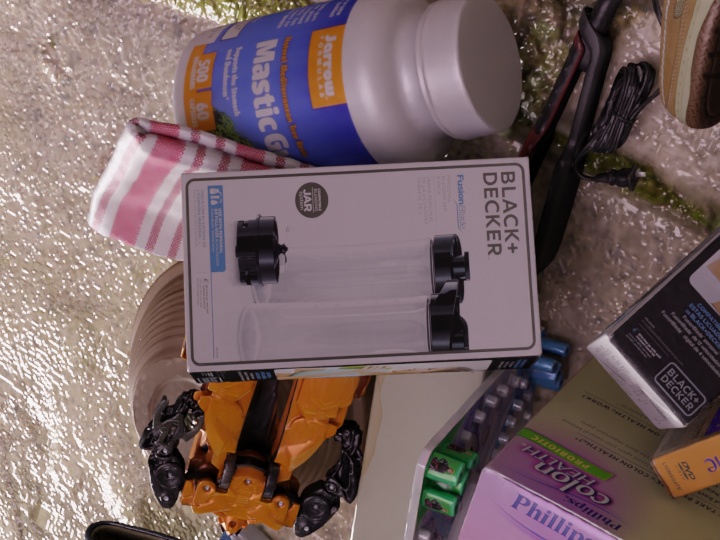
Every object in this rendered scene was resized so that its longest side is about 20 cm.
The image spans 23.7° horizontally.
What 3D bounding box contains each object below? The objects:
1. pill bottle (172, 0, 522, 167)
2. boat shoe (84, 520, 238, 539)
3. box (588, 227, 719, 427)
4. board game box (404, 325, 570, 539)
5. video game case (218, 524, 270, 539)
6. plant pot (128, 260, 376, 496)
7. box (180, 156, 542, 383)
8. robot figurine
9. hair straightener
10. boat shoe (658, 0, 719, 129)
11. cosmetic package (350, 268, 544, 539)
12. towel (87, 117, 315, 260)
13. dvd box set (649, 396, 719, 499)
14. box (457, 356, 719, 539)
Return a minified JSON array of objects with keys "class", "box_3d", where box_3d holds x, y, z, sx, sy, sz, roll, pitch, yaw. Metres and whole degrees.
[{"class":"pill bottle","box_3d":[-0.007,-0.110,1.049,0.199,0.112,0.113,-8,104,33]},{"class":"boat shoe","box_3d":[-0.120,0.229,1.243,0.199,0.075,0.062,16,127,35]},{"class":"box","box_3d":[0.215,-0.007,0.893,0.200,0.117,0.060,-42,84,0]},{"class":"board game box","box_3d":[0.071,0.159,1.050,0.026,0.200,0.201,18,116,20]},{"class":"video game case","box_3d":[-0.058,0.310,1.292,0.200,0.022,0.183,39,123,12]},{"class":"plant pot","box_3d":[-0.092,0.090,1.187,0.199,0.093,0.203,11,115,26]},{"class":"box","box_3d":[0.000,0.000,0.975,0.198,0.060,0.118,-2,80,-1]},{"class":"robot figurine","box_3d":[-0.057,0.079,1.079,0.144,0.058,0.201,14,117,-9]},{"class":"hair straightener","box_3d":[0.142,-0.081,1.023,0.077,0.041,0.201,31,117,17]},{"class":"boat shoe","box_3d":[0.190,-0.181,0.940,0.076,0.071,0.202,22,108,33]},{"class":"cosmetic package","box_3d":[0.054,0.093,1.094,0.073,0.103,0.202,18,115,18]},{"class":"towel","box_3d":[-0.067,-0.030,1.073,0.198,0.030,0.146,16,153,-12]},{"class":"dvd box set","box_3d":[0.265,0.049,0.928,0.199,0.146,0.030,-27,99,34]},{"class":"box","box_3d":[0.173,0.149,0.988,0.175,0.200,0.097,27,120,18]}]
